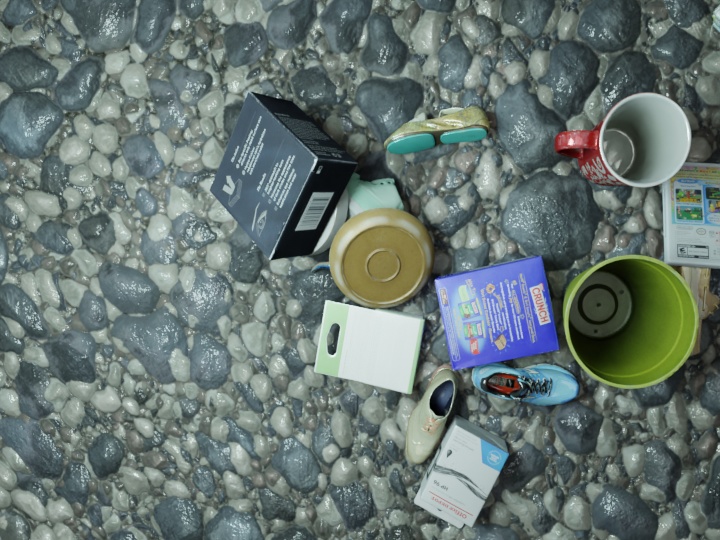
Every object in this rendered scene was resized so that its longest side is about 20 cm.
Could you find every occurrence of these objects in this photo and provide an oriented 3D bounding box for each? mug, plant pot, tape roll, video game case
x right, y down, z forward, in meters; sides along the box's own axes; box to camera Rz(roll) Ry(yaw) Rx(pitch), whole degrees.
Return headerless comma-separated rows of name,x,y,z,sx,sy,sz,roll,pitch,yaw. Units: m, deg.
mug,0.418,-0.213,0.943,0.175,0.200,0.135,33,99,5
plant pot,0.040,-0.014,1.033,0.193,0.028,0.205,-1,117,-2
plant pot,0.426,0.072,0.969,0.194,0.193,0.207,1,95,8
tape roll,-0.109,-0.129,1.070,0.199,0.037,0.210,5,98,37
video game case,0.625,-0.094,0.981,0.194,0.024,0.188,4,75,8

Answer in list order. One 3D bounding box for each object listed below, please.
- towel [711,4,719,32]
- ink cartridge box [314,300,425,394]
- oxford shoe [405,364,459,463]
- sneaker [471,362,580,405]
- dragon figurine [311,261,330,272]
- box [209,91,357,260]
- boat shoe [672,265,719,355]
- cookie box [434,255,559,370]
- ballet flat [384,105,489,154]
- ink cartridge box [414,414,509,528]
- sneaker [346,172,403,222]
towel,0.720,-0.432,0.956,0.199,0.048,0.172,40,100,3
ink cartridge box,0.019,0.144,1.111,0.194,0.048,0.150,11,96,8
oxford shoe,0.132,0.281,1.091,0.069,0.074,0.205,19,97,6
sneaker,0.305,0.217,1.052,0.193,0.090,0.081,3,96,7
dragon figurine,0.000,0.000,1.096,0.195,0.059,0.102,-22,91,8
box,-0.138,-0.163,0.992,0.200,0.116,0.199,45,120,24
boat shoe,0.592,0.049,1.002,0.067,0.074,0.207,-2,94,14
cookie box,0.249,0.077,1.056,0.194,0.075,0.177,-12,93,10
ballet flat,0.138,-0.263,1.056,0.194,0.071,0.073,-8,94,10
ink cartridge box,0.189,0.400,1.096,0.114,0.068,0.204,25,98,6
sneaker,-0.002,-0.159,1.090,0.116,0.074,0.202,-28,67,-25
